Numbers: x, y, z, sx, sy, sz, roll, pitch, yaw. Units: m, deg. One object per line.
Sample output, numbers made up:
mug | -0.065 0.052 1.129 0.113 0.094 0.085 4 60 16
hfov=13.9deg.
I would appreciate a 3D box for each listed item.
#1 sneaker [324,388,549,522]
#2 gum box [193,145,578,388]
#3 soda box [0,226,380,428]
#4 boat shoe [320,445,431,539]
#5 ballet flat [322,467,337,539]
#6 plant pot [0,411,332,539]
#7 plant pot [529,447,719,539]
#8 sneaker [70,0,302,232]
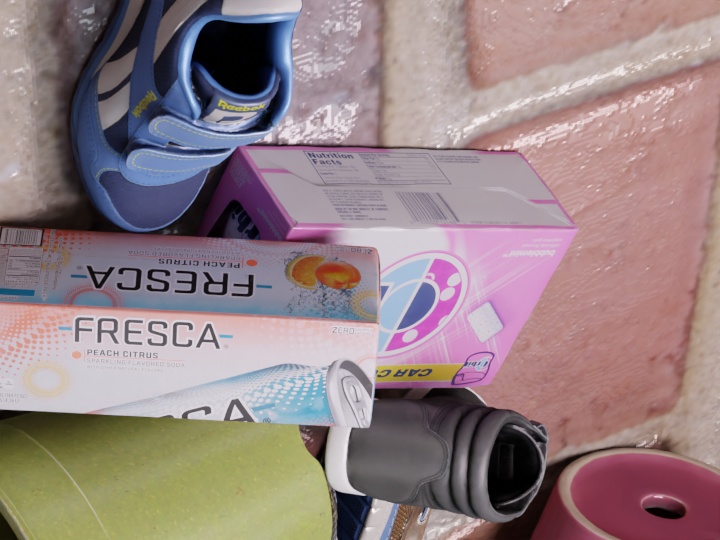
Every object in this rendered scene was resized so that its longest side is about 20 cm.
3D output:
sneaker | 0.061 0.101 1.588 0.200 0.099 0.071 3 97 -69
gum box | 0.000 0.000 1.526 0.200 0.066 0.114 0 131 -37
soda box | -0.091 0.027 1.419 0.199 0.064 0.069 3 127 -2
boat shoe | 0.005 0.168 1.717 0.072 0.072 0.200 -8 136 -33
ballet flat | -0.035 0.197 1.647 0.072 0.201 0.072 -2 174 0
plant pot | -0.123 0.138 1.514 0.190 0.200 0.200 -24 144 -33
plant pot | 0.168 0.216 1.813 0.200 0.200 0.179 -9 122 -29
sneaker | -0.079 -0.082 1.363 0.074 0.082 0.200 -10 141 -30
